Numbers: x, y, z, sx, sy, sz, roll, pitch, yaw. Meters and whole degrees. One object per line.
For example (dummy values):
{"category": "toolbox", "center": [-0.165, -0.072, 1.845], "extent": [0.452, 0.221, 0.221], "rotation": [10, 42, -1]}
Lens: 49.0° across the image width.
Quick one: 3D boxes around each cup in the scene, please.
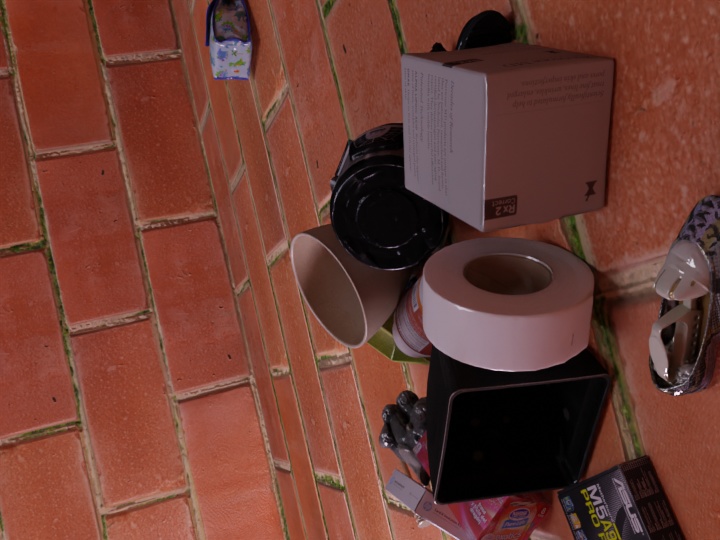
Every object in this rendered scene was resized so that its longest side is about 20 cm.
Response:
{"category": "cup", "center": [0.000, 0.000, 1.266], "extent": [0.200, 0.142, 0.202], "rotation": [42, 150, 32]}

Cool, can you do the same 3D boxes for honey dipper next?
{"category": "honey dipper", "center": [0.096, 0.420, 1.598], "extent": [0.038, 0.037, 0.202], "rotation": [101, 153, -47]}

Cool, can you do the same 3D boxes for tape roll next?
{"category": "tape roll", "center": [0.171, 0.034, 0.924], "extent": [0.203, 0.199, 0.072], "rotation": [-134, 37, -56]}

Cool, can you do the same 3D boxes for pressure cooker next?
{"category": "pressure cooker", "center": [0.047, -0.117, 1.157], "extent": [0.180, 0.174, 0.201], "rotation": [-54, 9, 30]}

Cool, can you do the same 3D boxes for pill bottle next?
{"category": "pill bottle", "center": [0.116, 0.068, 1.230], "extent": [0.200, 0.110, 0.114], "rotation": [123, 132, -64]}

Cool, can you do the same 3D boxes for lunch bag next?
{"category": "lunch bag", "center": [-0.364, -0.657, 2.175], "extent": [0.171, 0.125, 0.204], "rotation": [116, 151, -63]}

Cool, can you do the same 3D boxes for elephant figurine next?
{"category": "elephant figurine", "center": [0.111, 0.286, 1.326], "extent": [0.200, 0.153, 0.144], "rotation": [-169, 97, -73]}

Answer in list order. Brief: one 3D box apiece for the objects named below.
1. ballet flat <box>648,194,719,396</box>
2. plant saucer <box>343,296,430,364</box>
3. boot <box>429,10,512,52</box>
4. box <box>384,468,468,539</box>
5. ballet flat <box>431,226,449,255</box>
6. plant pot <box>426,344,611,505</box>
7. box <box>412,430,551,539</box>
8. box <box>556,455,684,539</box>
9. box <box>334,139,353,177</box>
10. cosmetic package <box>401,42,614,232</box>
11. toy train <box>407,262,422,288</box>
{"category": "ballet flat", "center": [0.305, 0.032, 0.738], "extent": [0.072, 0.071, 0.204], "rotation": [-136, 39, -58]}
{"category": "plant saucer", "center": [0.031, 0.097, 1.457], "extent": [0.198, 0.048, 0.200], "rotation": [37, 166, -13]}
{"category": "boot", "center": [0.132, -0.266, 1.068], "extent": [0.163, 0.072, 0.201], "rotation": [-119, 27, -54]}
{"category": "box", "center": [0.145, 0.390, 1.229], "extent": [0.042, 0.198, 0.156], "rotation": [-58, 11, -10]}
{"category": "ballet flat", "center": [0.090, -0.116, 1.289], "extent": [0.202, 0.068, 0.070], "rotation": [61, 154, 31]}
{"category": "plant pot", "center": [0.177, 0.154, 1.015], "extent": [0.179, 0.196, 0.202], "rotation": [-105, 15, -51]}
{"category": "box", "center": [0.175, 0.305, 1.170], "extent": [0.096, 0.099, 0.200], "rotation": [-56, 36, 14]}
{"category": "box", "center": [0.316, 0.334, 0.914], "extent": [0.161, 0.043, 0.203], "rotation": [118, 137, -62]}
{"category": "box", "center": [-0.008, -0.150, 1.430], "extent": [0.202, 0.048, 0.083], "rotation": [-97, 26, -52]}
{"category": "cosmetic package", "center": [0.159, -0.160, 0.899], "extent": [0.200, 0.162, 0.168], "rotation": [-141, 43, -59]}
{"category": "toy train", "center": [0.055, -0.016, 1.407], "extent": [0.116, 0.086, 0.200], "rotation": [66, 157, 7]}
